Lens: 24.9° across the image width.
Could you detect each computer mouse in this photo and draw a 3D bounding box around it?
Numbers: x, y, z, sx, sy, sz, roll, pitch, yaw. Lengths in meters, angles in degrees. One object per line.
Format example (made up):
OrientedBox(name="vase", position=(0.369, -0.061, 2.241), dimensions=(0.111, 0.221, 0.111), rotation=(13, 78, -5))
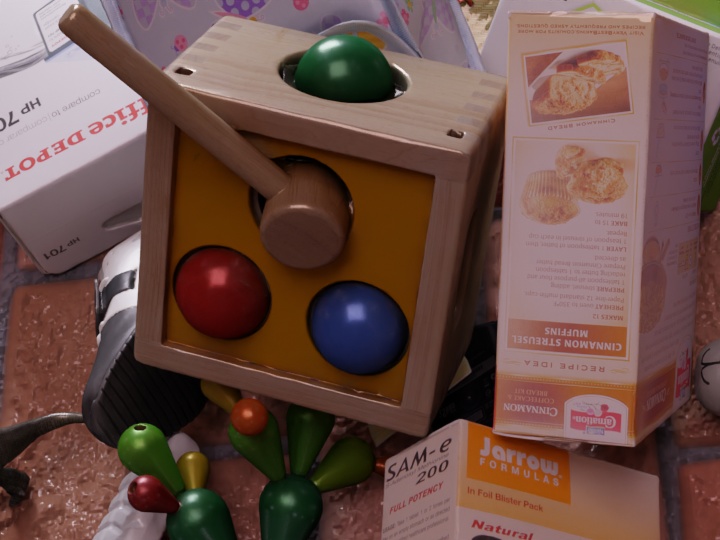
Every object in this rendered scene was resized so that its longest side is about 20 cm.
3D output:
OrientedBox(name="computer mouse", position=(0.060, 0.030, 0.936), dimensions=(0.059, 0.034, 0.200), rotation=(-32, 49, 29))

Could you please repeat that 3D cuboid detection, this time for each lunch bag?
OrientedBox(name="lunch bag", position=(-0.034, -0.123, 0.902), dimensions=(0.169, 0.127, 0.200), rotation=(-23, 88, 27))

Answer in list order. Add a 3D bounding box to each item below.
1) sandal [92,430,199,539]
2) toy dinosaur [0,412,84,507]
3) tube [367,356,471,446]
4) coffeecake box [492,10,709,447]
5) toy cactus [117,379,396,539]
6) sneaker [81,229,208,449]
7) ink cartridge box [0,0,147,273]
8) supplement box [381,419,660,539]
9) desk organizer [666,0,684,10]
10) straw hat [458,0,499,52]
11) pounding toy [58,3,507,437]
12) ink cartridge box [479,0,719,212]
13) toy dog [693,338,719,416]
OrientedBox(name="sandal", position=(-0.128, 0.181, 0.880), dimensions=(0.050, 0.082, 0.203), rotation=(33, 65, -18))
OrientedBox(name="toy dinosaur", position=(-0.245, 0.124, 0.912), dimensions=(0.200, 0.102, 0.077), rotation=(-14, 60, 7))
OrientedBox(name="tube", position=(0.000, 0.000, 0.954), dimensions=(0.052, 0.058, 0.200), rotation=(-15, 57, -15))
OrientedBox(name="coffeecake box", position=(0.124, -0.025, 0.821), dimensions=(0.073, 0.153, 0.201), rotation=(4, 95, 21))
OrientedBox(name="toy cactus", position=(-0.037, 0.145, 0.848), dimensions=(0.200, 0.102, 0.165), rotation=(17, 80, -10))
OrientedBox(name="sneaker", position=(-0.122, 0.027, 0.949), dimensions=(0.088, 0.074, 0.200), rotation=(-3, 38, 28))
OrientedBox(name="ink cartridge box", position=(-0.185, -0.120, 1.044), dimensions=(0.146, 0.086, 0.200), rotation=(-28, 57, -3))
OrientedBox(name="supplement box", position=(0.077, 0.186, 0.781), dimensions=(0.126, 0.074, 0.200), rotation=(18, 59, -25))
OrientedBox(name="desk organizer", position=(0.159, -0.239, 1.015), dimensions=(0.077, 0.072, 0.200), rotation=(-14, 50, -39))
OrientedBox(name="straw hat", position=(0.036, -0.207, 1.037), dimensions=(0.201, 0.085, 0.201), rotation=(-6, 60, 11))
OrientedBox(name="pounding toy", position=(-0.036, -0.037, 0.789), dimensions=(0.184, 0.200, 0.142), rotation=(14, 30, 11))
OrientedBox(name="ink cartridge box", position=(0.162, -0.151, 0.924), dimensions=(0.148, 0.076, 0.200), rotation=(27, 107, 25))
OrientedBox(name="toy dog", position=(0.278, 0.046, 0.832), dimensions=(0.200, 0.096, 0.132), rotation=(-21, 58, 1))
